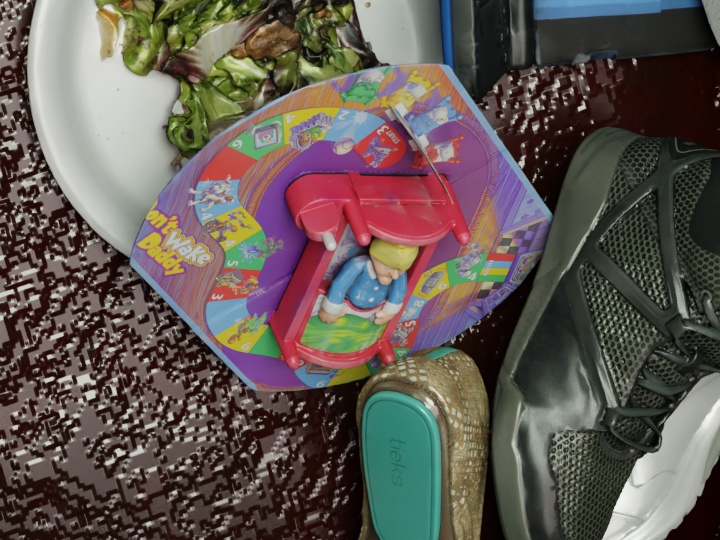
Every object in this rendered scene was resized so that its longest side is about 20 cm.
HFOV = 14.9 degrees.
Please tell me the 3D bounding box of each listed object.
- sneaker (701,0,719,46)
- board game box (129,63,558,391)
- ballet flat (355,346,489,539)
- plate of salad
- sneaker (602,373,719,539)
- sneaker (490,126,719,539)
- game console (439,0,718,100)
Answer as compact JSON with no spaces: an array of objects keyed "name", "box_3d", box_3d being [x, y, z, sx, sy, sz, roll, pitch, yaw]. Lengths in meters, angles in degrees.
[{"name":"sneaker","box_3d":[0.211,-0.117,1.255,0.088,0.075,0.201,-37,127,-32]},{"name":"board game box","box_3d":[0.000,0.000,1.168,0.157,0.039,0.200,-30,141,8]},{"name":"ballet flat","box_3d":[0.032,0.121,1.240,0.065,0.070,0.201,-41,145,-49]},{"name":"plate of salad","box_3d":[-0.044,-0.088,1.193,0.199,0.048,0.201,-3,101,-17]},{"name":"sneaker","box_3d":[0.127,0.056,1.267,0.200,0.078,0.099,-46,102,-13]},{"name":"sneaker","box_3d":[0.126,0.038,1.184,0.076,0.114,0.201,33,71,-48]},{"name":"game console","box_3d":[0.099,-0.183,1.187,0.117,0.171,0.201,-1,102,10]}]
